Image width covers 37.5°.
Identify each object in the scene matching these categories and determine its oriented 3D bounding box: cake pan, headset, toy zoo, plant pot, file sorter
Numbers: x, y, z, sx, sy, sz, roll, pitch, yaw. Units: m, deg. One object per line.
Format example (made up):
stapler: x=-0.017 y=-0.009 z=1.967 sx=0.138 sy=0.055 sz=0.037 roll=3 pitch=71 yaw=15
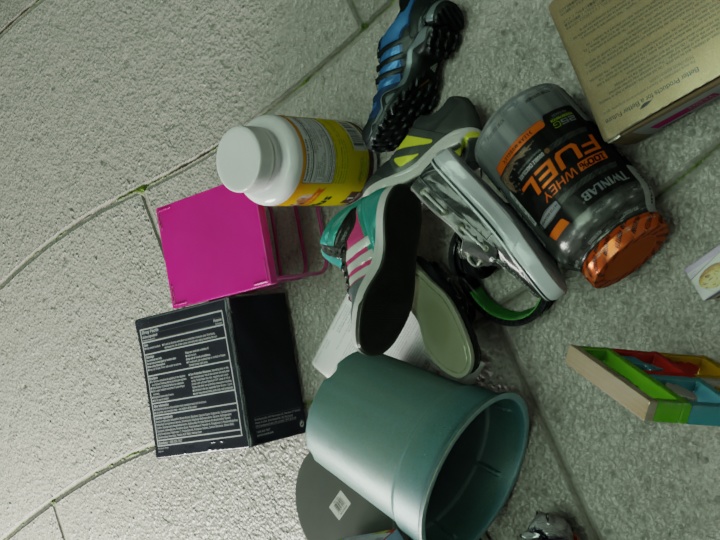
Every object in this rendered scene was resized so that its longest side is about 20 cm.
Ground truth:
cake pan: x=-0.013 y=0.304 z=1.385 sx=0.199 sy=0.037 sz=0.202 roll=3 pitch=95 yaw=41
headset: x=0.141 y=-0.030 z=1.190 sx=0.123 sy=0.094 sz=0.201 roll=-24 pitch=90 yaw=44
toy zoo: x=0.310 y=0.110 z=1.000 sx=0.131 sy=0.199 sz=0.021 roll=-139 pitch=59 yaw=-61
plant pot: x=0.055 y=0.194 z=1.206 sx=0.195 sy=0.200 sz=0.202 roll=23 pitch=107 yaw=34
file sorter: x=-0.156 y=-0.038 z=1.429 sx=0.199 sy=0.125 sz=0.140 roll=-14 pitch=85 yaw=41

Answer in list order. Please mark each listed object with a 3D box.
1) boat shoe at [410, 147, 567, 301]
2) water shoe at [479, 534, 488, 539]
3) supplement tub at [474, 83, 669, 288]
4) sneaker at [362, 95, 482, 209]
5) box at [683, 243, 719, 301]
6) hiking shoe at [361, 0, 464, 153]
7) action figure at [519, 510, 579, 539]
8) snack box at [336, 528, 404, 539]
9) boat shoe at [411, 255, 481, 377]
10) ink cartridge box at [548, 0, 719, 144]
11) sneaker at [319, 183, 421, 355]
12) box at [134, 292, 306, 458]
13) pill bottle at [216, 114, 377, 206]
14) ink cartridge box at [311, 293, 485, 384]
boat shoe: x=0.133 y=-0.037 z=1.119 sx=0.071 sy=0.072 sz=0.200 roll=-44 pitch=76 yaw=17
water shoe: x=0.122 y=0.361 z=1.245 sx=0.072 sy=0.079 sz=0.201 roll=-47 pitch=64 yaw=32
supplement tub: x=0.219 y=-0.087 z=1.105 sx=0.200 sy=0.122 sz=0.123 roll=54 pitch=123 yaw=24
sneaker: x=0.078 y=-0.135 z=1.270 sx=0.200 sy=0.074 sz=0.085 roll=-28 pitch=52 yaw=42
box: x=0.400 y=-0.040 z=1.006 sx=0.200 sy=0.039 sz=0.042 roll=-41 pitch=68 yaw=35
hiking shoe: x=0.052 y=-0.239 z=1.282 sx=0.087 sy=0.074 sz=0.201 roll=39 pitch=107 yaw=40
action figure: x=0.192 y=0.361 z=1.173 sx=0.199 sy=0.105 sz=0.195 roll=3 pitch=90 yaw=16
snack box: x=0.029 y=0.398 z=1.254 sx=0.169 sy=0.068 sz=0.200 roll=57 pitch=151 yaw=2
boat shoe: x=0.100 y=0.049 z=1.227 sx=0.199 sy=0.066 sz=0.075 roll=51 pitch=130 yaw=50
ink cartridge box: x=0.308 y=-0.241 z=1.049 sx=0.199 sy=0.075 sz=0.166 roll=-29 pitch=76 yaw=37
sneaker: x=0.000 y=0.000 z=1.250 sx=0.120 sy=0.083 sz=0.201 roll=-4 pitch=70 yaw=53
box: x=-0.193 y=0.145 z=1.474 sx=0.199 sy=0.123 sz=0.200 roll=-13 pitch=86 yaw=39
pill bottle: x=-0.078 y=-0.134 z=1.307 sx=0.109 sy=0.199 sz=0.110 roll=3 pitch=95 yaw=41
ink cartridge box: x=0.050 y=0.111 z=1.324 sx=0.200 sy=0.050 sz=0.162 roll=37 pitch=116 yaw=19
